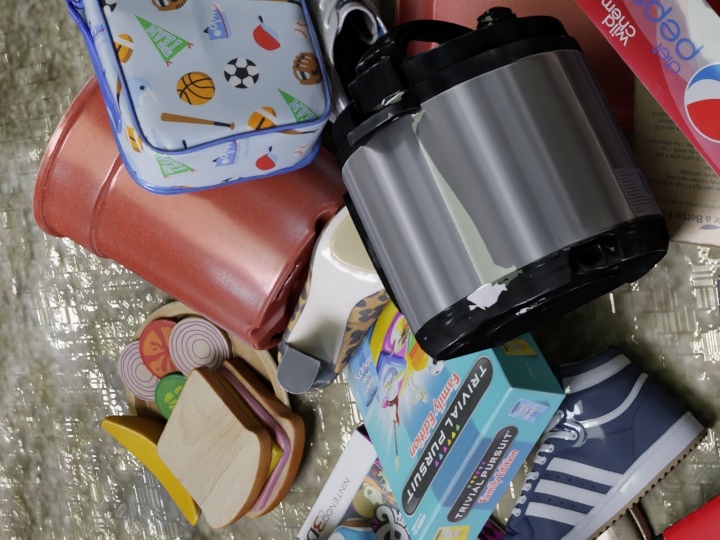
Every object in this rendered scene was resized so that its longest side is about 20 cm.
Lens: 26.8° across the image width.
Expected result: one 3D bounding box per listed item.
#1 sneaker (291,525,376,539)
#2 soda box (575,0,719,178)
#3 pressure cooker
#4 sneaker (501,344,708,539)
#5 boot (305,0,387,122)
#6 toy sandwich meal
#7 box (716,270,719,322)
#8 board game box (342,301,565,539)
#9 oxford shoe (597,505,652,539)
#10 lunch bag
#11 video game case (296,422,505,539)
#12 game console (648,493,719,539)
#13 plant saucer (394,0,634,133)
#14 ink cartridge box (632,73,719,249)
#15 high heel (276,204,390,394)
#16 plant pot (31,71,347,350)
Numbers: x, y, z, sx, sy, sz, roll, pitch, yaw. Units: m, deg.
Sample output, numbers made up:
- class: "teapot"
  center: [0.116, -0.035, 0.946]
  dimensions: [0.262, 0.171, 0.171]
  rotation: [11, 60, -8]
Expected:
- class: "sneaker"
  center: [-0.041, 0.260, 1.209]
  dimensions: [0.200, 0.076, 0.081]
  rotation: [-32, 50, 50]
- class: "soda box"
  center: [0.202, -0.125, 0.875]
  dimensions: [0.201, 0.070, 0.063]
  rotation: [53, 127, 12]
- class: "pressure cooker"
  center: [0.079, -0.065, 0.938]
  dimensions: [0.176, 0.177, 0.201]
  rotation: [107, 139, -78]
- class: "sneaker"
  center: [0.131, 0.139, 1.046]
  dimensions: [0.200, 0.070, 0.109]
  rotation: [-41, 80, -4]
- class: "boot"
  center: [-0.009, -0.196, 1.071]
  dimensions: [0.096, 0.073, 0.202]
  rotation: [-135, 32, -72]
- class: "toy sandwich meal"
  center: [-0.138, 0.125, 1.277]
  dimensions: [0.204, 0.070, 0.207]
  rotation: [11, 109, 33]
- class: "box"
  center: [0.316, 0.093, 0.962]
  dimensions: [0.160, 0.049, 0.202]
  rotation: [3, 106, 37]
- class: "board game box"
  center: [0.057, 0.073, 1.076]
  dimensions: [0.152, 0.047, 0.201]
  rotation: [-63, 32, 30]
- class: "oxford shoe"
  center: [0.172, 0.232, 1.086]
  dimensions: [0.070, 0.075, 0.202]
  rotation: [-15, 94, 38]
- class: "lunch bag"
  center: [-0.115, -0.156, 1.048]
  dimensions: [0.076, 0.159, 0.201]
  rotation: [111, 141, -63]
- class: "video game case"
  center: [0.040, 0.248, 1.209]
  dimensions: [0.200, 0.036, 0.182]
  rotation: [40, 124, 19]
- class: "game console"
  center: [0.279, 0.239, 0.978]
  dimensions: [0.118, 0.172, 0.201]
  rotation: [-33, 74, 9]
- class: "plant saucer"
  center: [0.117, -0.208, 1.025]
  dimensions: [0.198, 0.037, 0.202]
  rotation: [13, 110, 32]
- class: "ink cartridge box"
  center: [0.270, -0.093, 0.924]
  dimensions: [0.199, 0.075, 0.166]
  rotation: [10, 110, 33]
- class: "high heel"
  center: [0.000, 0.000, 1.110]
  dimensions: [0.071, 0.143, 0.201]
  rotation: [33, 91, 2]
- class: "plant pot"
  center: [-0.107, -0.055, 1.140]
  dimensions: [0.195, 0.201, 0.202]
  rotation: [35, 121, 13]
